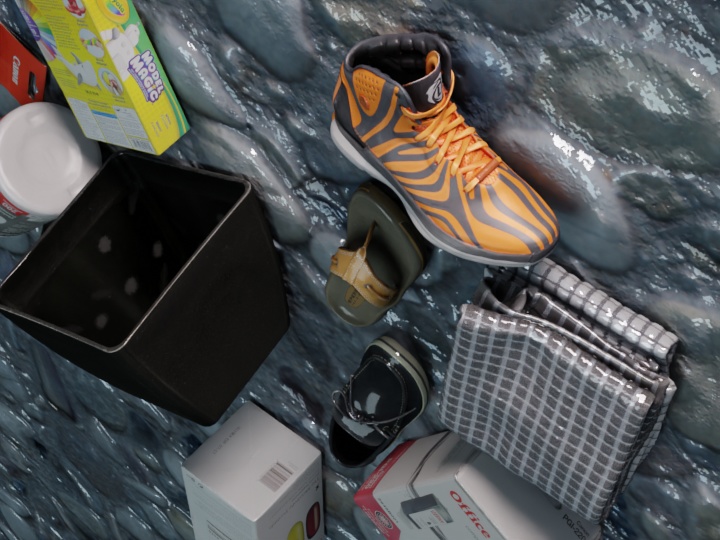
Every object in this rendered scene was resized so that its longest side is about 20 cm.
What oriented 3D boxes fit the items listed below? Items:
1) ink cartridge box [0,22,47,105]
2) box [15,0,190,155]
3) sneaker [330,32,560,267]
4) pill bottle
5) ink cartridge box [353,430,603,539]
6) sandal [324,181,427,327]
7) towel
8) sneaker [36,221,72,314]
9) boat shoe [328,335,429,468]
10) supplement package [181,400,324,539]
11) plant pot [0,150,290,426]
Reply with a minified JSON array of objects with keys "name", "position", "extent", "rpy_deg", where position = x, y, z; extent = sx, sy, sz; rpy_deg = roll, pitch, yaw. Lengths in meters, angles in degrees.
[{"name":"ink cartridge box","position":[-0.402,-0.227,1.435],"extent":[0.200,0.050,0.109],"rpy_deg":[42,150,8]},{"name":"box","position":[-0.236,-0.201,1.262],"extent":[0.117,0.048,0.200],"rpy_deg":[17,142,41]},{"name":"sneaker","position":[0.057,-0.088,0.996],"extent":[0.200,0.078,0.112],"rpy_deg":[35,150,18]},{"name":"pill bottle","position":[-0.352,-0.096,1.470],"extent":[0.114,0.114,0.200],"rpy_deg":[54,150,-14]},{"name":"ink cartridge box","position":[0.104,0.224,1.317],"extent":[0.146,0.085,0.200],"rpy_deg":[50,149,-7]},{"name":"sandal","position":[0.000,0.000,1.200],"extent":[0.082,0.055,0.200],"rpy_deg":[42,151,6]},{"name":"towel","position":[0.146,0.093,1.099],"extent":[0.166,0.086,0.200],"rpy_deg":[33,148,20]},{"name":"sneaker","position":[-0.281,0.007,1.473],"extent":[0.075,0.200,0.106],"rpy_deg":[-28,116,19]},{"name":"boat shoe","position":[0.013,0.128,1.338],"extent":[0.075,0.062,0.200],"rpy_deg":[41,149,12]},{"name":"supplement package","position":[-0.116,0.262,1.614],"extent":[0.110,0.114,0.200],"rpy_deg":[33,149,23]},{"name":"plant pot","position":[-0.186,0.031,1.353],"extent":[0.200,0.200,0.177],"rpy_deg":[17,150,40]}]
